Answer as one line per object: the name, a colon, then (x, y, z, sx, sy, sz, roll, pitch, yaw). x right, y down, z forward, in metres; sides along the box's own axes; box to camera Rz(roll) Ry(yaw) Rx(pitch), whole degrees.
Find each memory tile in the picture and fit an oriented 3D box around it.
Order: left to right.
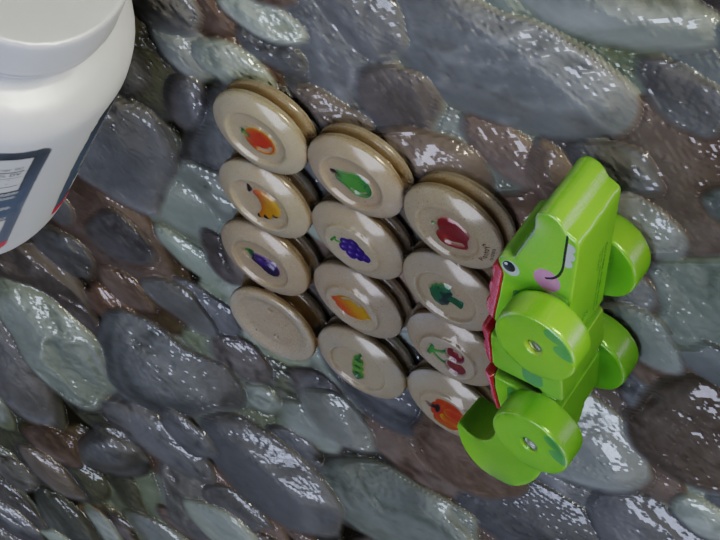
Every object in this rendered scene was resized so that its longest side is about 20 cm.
memory tile: (0.000, 0.000, 1.243, 0.153, 0.017, 0.201, 27, 151, 18)

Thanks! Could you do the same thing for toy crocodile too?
toy crocodile: (0.077, 0.024, 1.137, 0.061, 0.068, 0.201, 27, 151, 17)

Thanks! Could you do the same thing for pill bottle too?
pill bottle: (-0.162, -0.093, 1.175, 0.119, 0.120, 0.200, 37, 151, -1)
